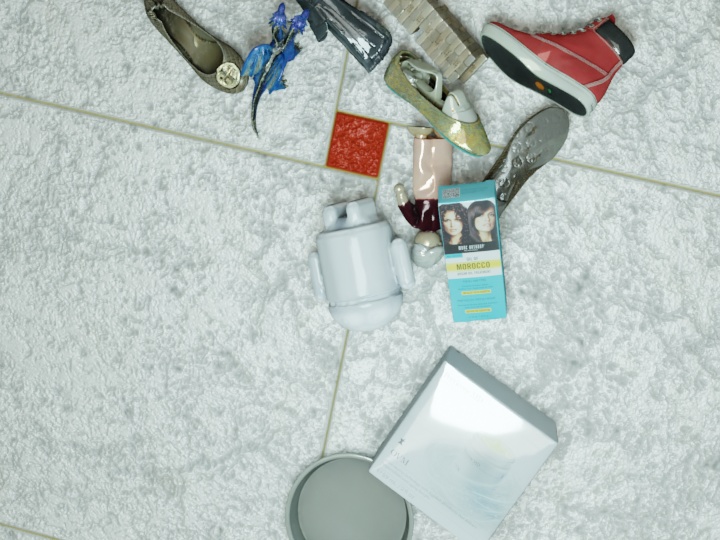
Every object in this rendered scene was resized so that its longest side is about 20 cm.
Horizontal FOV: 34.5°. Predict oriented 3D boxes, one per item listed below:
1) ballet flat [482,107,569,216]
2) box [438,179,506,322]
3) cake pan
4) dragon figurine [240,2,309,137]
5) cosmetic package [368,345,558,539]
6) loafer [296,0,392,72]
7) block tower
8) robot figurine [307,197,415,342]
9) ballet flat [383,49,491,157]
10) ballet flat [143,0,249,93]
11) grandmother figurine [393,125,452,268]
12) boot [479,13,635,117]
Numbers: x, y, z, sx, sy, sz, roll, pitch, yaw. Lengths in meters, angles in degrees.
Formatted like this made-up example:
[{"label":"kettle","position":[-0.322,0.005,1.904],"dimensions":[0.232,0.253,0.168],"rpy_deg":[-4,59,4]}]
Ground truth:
[{"label":"ballet flat","position":[0.223,-0.149,1.657],"dimensions":[0.067,0.046,0.201],"rpy_deg":[35,97,-8]},{"label":"box","position":[0.160,-0.025,1.638],"dimensions":[0.081,0.049,0.203],"rpy_deg":[-5,123,9]},{"label":"cake pan","position":[-0.015,0.372,1.757],"dimensions":[0.196,0.037,0.205],"rpy_deg":[1,97,8]},{"label":"dragon figurine","position":[-0.132,-0.291,1.665],"dimensions":[0.058,0.099,0.202],"rpy_deg":[31,103,4]},{"label":"cosmetic package","position":[0.150,0.255,1.678],"dimensions":[0.198,0.123,0.202],"rpy_deg":[35,99,3]},{"label":"loafer","position":[-0.047,-0.361,1.661],"dimensions":[0.199,0.068,0.071],"rpy_deg":[35,91,-1]},{"label":"block tower","position":[0.094,-0.355,1.642],"dimensions":[0.200,0.058,0.054],"rpy_deg":[48,120,0]},{"label":"robot figurine","position":[0.000,0.000,1.674],"dimensions":[0.167,0.112,0.204],"rpy_deg":[-6,96,32]},{"label":"ballet flat","position":[0.111,-0.240,1.627],"dimensions":[0.200,0.070,0.071],"rpy_deg":[44,101,23]},{"label":"ballet flat","position":[-0.244,-0.334,1.700],"dimensions":[0.200,0.046,0.067],"rpy_deg":[46,104,4]},{"label":"grandmother figurine","position":[0.103,-0.104,1.677],"dimensions":[0.119,0.061,0.204],"rpy_deg":[3,99,-7]},{"label":"boot","position":[0.278,-0.322,1.629],"dimensions":[0.199,0.073,0.145],"rpy_deg":[35,78,17]}]
